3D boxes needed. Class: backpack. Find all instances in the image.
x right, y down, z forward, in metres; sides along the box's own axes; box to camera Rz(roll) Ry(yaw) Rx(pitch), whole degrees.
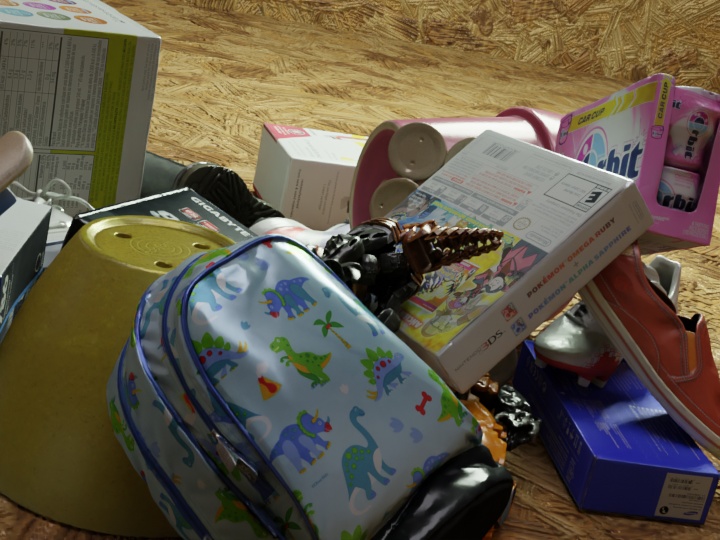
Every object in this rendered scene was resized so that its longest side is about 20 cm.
[{"bbox_3d":[-0.036,0.080,0.618,0.200,0.154,0.163,38,48,23],"label":"backpack"}]

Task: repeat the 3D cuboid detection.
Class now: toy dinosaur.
[{"bbox_3d":[0.000,0.000,0.819,0.102,0.200,0.136,46,39,-2],"label":"toy dinosaur"}]

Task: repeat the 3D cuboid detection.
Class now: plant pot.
[{"bbox_3d":[-0.131,0.049,0.747,0.199,0.143,0.200,11,18,-4],"label":"plant pot"},{"bbox_3d":[0.095,-0.060,1.109,0.178,0.201,0.200,9,18,-23],"label":"plant pot"}]

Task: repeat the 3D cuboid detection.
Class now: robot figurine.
[{"bbox_3d":[0.045,0.115,0.801,0.144,0.059,0.200,14,19,6],"label":"robot figurine"}]

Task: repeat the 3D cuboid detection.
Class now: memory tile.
[{"bbox_3d":[0.074,-0.014,0.997,0.152,0.201,0.017,15,-4,10],"label":"memory tile"}]

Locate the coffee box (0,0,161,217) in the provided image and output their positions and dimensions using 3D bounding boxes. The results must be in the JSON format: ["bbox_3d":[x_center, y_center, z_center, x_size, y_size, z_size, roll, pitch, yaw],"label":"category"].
[{"bbox_3d":[-0.323,-0.149,1.118,0.197,0.201,0.200,-1,22,-34],"label":"coffee box"}]

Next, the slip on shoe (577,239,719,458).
[{"bbox_3d":[0.229,0.060,0.873,0.200,0.061,0.074,52,13,-3],"label":"slip on shoe"}]

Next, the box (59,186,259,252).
[{"bbox_3d":[-0.110,0.015,0.941,0.200,0.046,0.159,34,24,15],"label":"box"}]

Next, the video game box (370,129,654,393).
[{"bbox_3d":[0.084,-0.016,0.882,0.182,0.047,0.200,-38,28,-10],"label":"video game box"}]

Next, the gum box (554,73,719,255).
[{"bbox_3d":[0.211,-0.075,0.941,0.066,0.114,0.200,12,-5,-11],"label":"gum box"}]

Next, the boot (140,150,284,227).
[{"bbox_3d":[-0.188,-0.087,1.181,0.200,0.073,0.182,31,-5,29],"label":"boot"}]

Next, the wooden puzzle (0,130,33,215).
[{"bbox_3d":[-0.292,-0.003,0.745,0.185,0.046,0.200,-47,22,-26],"label":"wooden puzzle"}]

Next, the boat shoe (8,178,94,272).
[{"bbox_3d":[-0.264,-0.035,0.977,0.201,0.087,0.074,-11,-10,-42],"label":"boat shoe"}]

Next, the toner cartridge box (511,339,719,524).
[{"bbox_3d":[0.185,0.116,0.910,0.094,0.043,0.200,11,18,-10],"label":"toner cartridge box"}]

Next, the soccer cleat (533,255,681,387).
[{"bbox_3d":[0.199,0.034,0.955,0.068,0.086,0.200,25,22,33],"label":"soccer cleat"}]

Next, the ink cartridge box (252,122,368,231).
[{"bbox_3d":[-0.007,-0.098,1.357,0.199,0.084,0.145,6,19,-19],"label":"ink cartridge box"}]

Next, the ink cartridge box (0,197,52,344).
[{"bbox_3d":[-0.250,0.025,0.809,0.039,0.100,0.200,13,19,-5],"label":"ink cartridge box"}]

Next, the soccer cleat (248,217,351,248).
[{"bbox_3d":[-0.023,-0.008,1.134,0.199,0.068,0.073,0,45,-44],"label":"soccer cleat"}]
